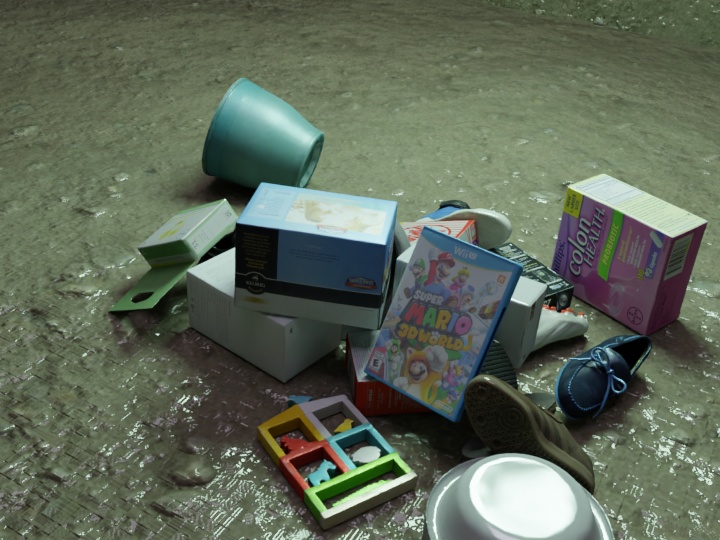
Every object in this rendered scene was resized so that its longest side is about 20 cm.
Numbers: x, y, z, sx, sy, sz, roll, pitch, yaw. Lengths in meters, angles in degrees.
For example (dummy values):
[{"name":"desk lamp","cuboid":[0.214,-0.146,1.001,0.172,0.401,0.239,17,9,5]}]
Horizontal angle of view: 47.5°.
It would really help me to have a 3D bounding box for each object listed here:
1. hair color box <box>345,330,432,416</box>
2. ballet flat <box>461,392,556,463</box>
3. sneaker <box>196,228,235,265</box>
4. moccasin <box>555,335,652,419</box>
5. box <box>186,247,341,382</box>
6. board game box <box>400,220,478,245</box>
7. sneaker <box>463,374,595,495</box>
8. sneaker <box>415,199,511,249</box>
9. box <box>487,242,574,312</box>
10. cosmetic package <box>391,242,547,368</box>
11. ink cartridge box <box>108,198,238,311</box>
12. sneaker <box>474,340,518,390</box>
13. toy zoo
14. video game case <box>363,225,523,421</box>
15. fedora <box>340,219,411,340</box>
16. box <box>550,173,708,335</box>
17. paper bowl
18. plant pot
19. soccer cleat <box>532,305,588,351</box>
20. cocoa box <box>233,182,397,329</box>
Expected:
[{"name":"hair color box","cuboid":[0.084,0.134,1.112,0.197,0.065,0.111,-3,32,-8]},{"name":"ballet flat","cuboid":[0.190,0.208,1.030,0.067,0.047,0.199,-1,17,38]},{"name":"sneaker","cuboid":[-0.165,-0.022,1.305,0.198,0.099,0.071,4,30,-1]},{"name":"moccasin","cuboid":[0.332,0.130,1.114,0.199,0.068,0.081,-34,89,-44]},{"name":"box","cuboid":[-0.139,0.055,1.182,0.199,0.098,0.124,25,37,32]},{"name":"board game box","cuboid":[0.075,-0.035,1.339,0.198,0.047,0.151,0,22,27]},{"name":"sneaker","cuboid":[0.198,0.190,0.968,0.200,0.070,0.076,47,27,-8]},{"name":"sneaker","cuboid":[0.188,-0.083,1.425,0.199,0.077,0.111,-7,19,41]},{"name":"box","cuboid":[0.216,0.028,1.316,0.198,0.044,0.160,-16,37,-29]},{"name":"cosmetic package","cuboid":[0.143,0.044,1.110,0.198,0.103,0.074,21,34,24]},{"name":"ink cartridge box","cuboid":[-0.291,-0.023,1.232,0.145,0.048,0.200,-6,34,48]},{"name":"sneaker","cuboid":[0.134,0.116,1.038,0.073,0.088,0.202,1,63,-37]},{"name":"toy zoo","cuboid":[-0.039,0.218,1.002,0.130,0.021,0.200,-16,37,-29]},{"name":"video game case","cuboid":[0.098,0.062,1.002,0.142,0.202,0.018,24,3,33]},{"name":"fedora","cuboid":[0.000,0.000,1.243,0.176,0.202,0.090,26,10,17]},{"name":"box","cuboid":[0.419,-0.029,1.304,0.096,0.178,0.200,-19,38,-33]},{"name":"paper bowl","cuboid":[0.165,0.274,0.857,0.198,0.105,0.201,2,32,-1]},{"name":"plant pot","cuboid":[-0.178,-0.241,1.587,0.186,0.201,0.200,24,34,4]},{"name":"soccer cleat","cuboid":[0.257,0.089,1.211,0.198,0.079,0.069,7,0,-33]},{"name":"cocoa box","cuboid":[-0.058,-0.023,1.097,0.198,0.132,0.134,8,30,5]}]
